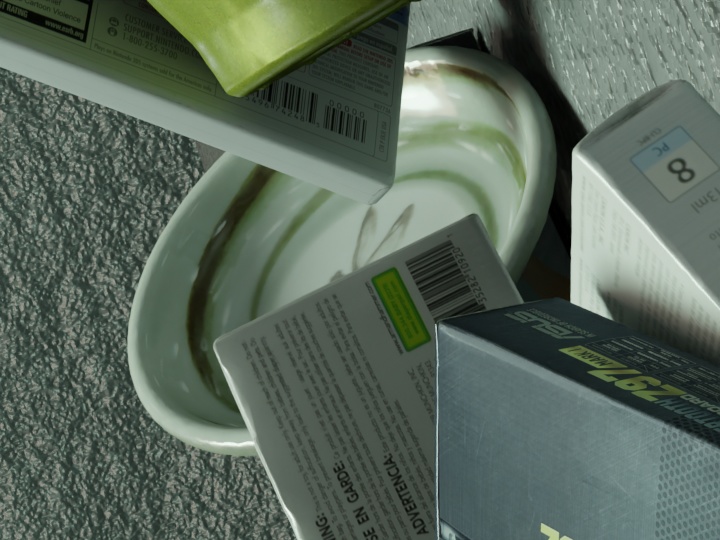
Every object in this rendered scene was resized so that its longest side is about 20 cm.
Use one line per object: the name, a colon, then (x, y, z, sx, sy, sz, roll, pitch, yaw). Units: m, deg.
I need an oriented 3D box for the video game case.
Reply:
video game case: (-0.071, -0.134, 1.052, 0.022, 0.200, 0.183, -45, 32, 49)

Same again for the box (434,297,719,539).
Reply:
box: (0.091, 0.108, 0.741, 0.200, 0.051, 0.158, 26, 120, 55)

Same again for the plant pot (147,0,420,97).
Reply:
plant pot: (-0.040, -0.175, 0.974, 0.193, 0.200, 0.200, 60, 174, -4)

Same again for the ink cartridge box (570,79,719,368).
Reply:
ink cartridge box: (0.138, 0.059, 0.794, 0.200, 0.047, 0.160, 49, 164, 25)

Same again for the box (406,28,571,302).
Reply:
box: (0.057, 0.010, 1.155, 0.117, 0.060, 0.200, 86, 164, -63)

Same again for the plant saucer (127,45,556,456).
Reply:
plant saucer: (0.000, 0.000, 1.064, 0.050, 0.200, 0.200, 47, -171, -36)

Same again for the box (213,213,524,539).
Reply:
box: (0.036, 0.087, 0.942, 0.113, 0.101, 0.200, 64, 180, 28)
